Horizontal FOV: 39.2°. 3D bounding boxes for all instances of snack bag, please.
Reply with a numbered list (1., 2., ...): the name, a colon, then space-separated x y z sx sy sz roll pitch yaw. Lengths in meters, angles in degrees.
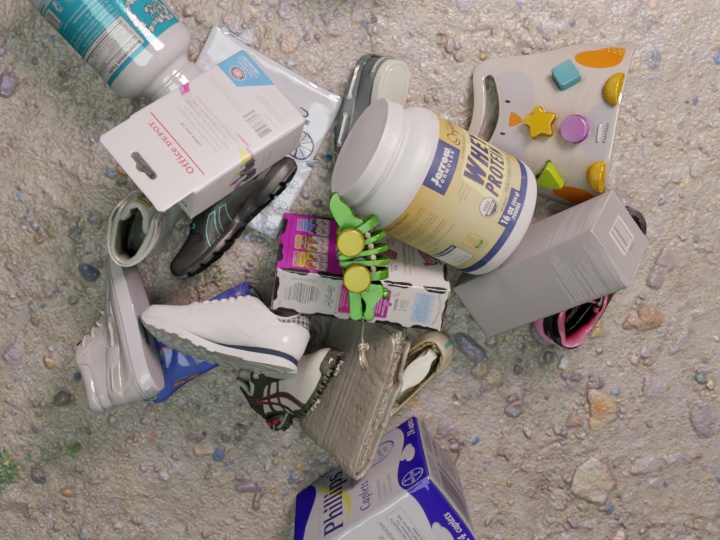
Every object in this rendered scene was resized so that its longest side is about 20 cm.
1. snack bag: -0.138 -0.165 1.221 0.188 0.021 0.200 29 101 -7

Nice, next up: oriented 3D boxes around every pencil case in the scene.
1. pencil case: -0.201 0.093 1.252 0.200 0.078 0.087 -28 78 7

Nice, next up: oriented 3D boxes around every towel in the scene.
1. towel: -0.008 0.139 1.249 0.034 0.133 0.200 7 109 -40

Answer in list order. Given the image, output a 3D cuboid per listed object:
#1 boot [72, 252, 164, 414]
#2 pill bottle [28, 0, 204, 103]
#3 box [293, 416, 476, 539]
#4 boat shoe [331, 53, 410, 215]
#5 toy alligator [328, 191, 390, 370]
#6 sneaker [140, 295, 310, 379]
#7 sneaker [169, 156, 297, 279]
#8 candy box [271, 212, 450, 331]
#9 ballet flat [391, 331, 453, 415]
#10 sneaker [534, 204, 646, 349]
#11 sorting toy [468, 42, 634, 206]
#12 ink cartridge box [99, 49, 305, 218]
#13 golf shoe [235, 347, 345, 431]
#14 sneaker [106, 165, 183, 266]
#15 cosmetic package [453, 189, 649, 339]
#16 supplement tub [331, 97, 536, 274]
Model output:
1. boot: -0.303 0.070 1.211 0.096 0.074 0.200 -20 63 5
2. pill bottle: -0.270 -0.273 1.148 0.111 0.111 0.200 -42 101 9
3. box: 0.024 0.304 1.254 0.200 0.184 0.105 -36 103 7
4. boat shoe: 0.001 -0.162 1.215 0.062 0.073 0.200 32 114 36
5. toy alligator: 0.009 0.009 1.095 0.054 0.059 0.200 -11 102 1
6. sneaker: -0.157 0.066 1.179 0.200 0.076 0.081 14 72 9
7. sneaker: -0.164 -0.075 1.205 0.079 0.075 0.200 43 94 -2
8. candy box: 0.000 0.000 1.198 0.200 0.136 0.061 7 121 -4
9. ballet flat: 0.035 0.150 1.277 0.200 0.069 0.069 -42 101 9
10. sneaker: 0.290 0.014 1.234 0.079 0.095 0.200 29 100 -6
11. sorting toy: 0.214 -0.175 1.199 0.180 0.107 0.200 11 104 16
12. ink cartridge box: -0.175 -0.142 1.123 0.200 0.068 0.115 -36 79 -24
13. golf shoe: -0.090 0.134 1.219 0.088 0.077 0.200 40 143 -6
14. sneaker: -0.228 -0.094 1.170 0.074 0.116 0.200 25 102 -4
15. cosmetic package: 0.218 -0.005 1.179 0.200 0.107 0.090 -27 105 40
16. supplement tub: 0.082 -0.095 1.142 0.200 0.144 0.144 25 102 -21
